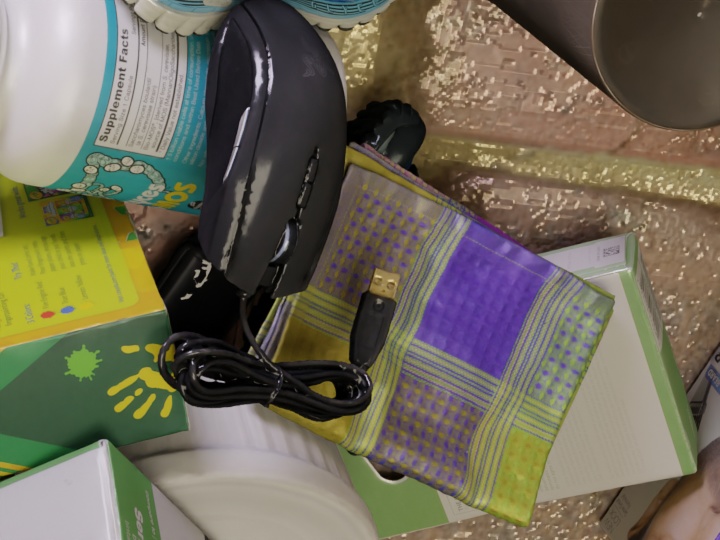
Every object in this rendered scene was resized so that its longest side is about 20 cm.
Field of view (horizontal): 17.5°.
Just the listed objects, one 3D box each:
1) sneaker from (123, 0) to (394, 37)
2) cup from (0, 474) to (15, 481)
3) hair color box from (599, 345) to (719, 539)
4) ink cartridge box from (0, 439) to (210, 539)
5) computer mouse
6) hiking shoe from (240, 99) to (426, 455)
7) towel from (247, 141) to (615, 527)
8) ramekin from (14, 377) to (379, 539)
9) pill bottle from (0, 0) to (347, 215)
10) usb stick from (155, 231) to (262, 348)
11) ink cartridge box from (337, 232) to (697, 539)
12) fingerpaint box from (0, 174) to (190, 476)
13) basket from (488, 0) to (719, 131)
[{"bbox_3d":[-0.028,-0.169,1.134,0.200,0.078,0.090,-19,157,-46],"label":"sneaker"},{"bbox_3d":[-0.271,0.187,1.225,0.200,0.143,0.201,-3,118,-5],"label":"cup"},{"bbox_3d":[0.232,0.106,1.364,0.065,0.109,0.200,24,106,-24],"label":"hair color box"},{"bbox_3d":[-0.136,0.183,1.141,0.146,0.085,0.200,-23,141,12],"label":"ink cartridge box"},{"bbox_3d":[-0.019,-0.024,1.112,0.140,0.046,0.201,20,75,-44],"label":"computer mouse"},{"bbox_3d":[0.000,0.000,1.267,0.086,0.074,0.200,19,115,-13],"label":"hiking shoe"},{"bbox_3d":[0.039,0.037,1.218,0.200,0.023,0.144,30,80,-28],"label":"towel"},{"bbox_3d":[-0.094,0.132,1.237,0.202,0.094,0.203,-8,140,-7],"label":"ramekin"},{"bbox_3d":[-0.115,-0.089,1.152,0.199,0.111,0.111,10,112,-30],"label":"pill bottle"},{"bbox_3d":[-0.127,0.067,1.290,0.055,0.033,0.200,28,105,-34],"label":"usb stick"},{"bbox_3d":[0.081,0.070,1.343,0.199,0.048,0.146,-13,119,15],"label":"ink cartridge box"},{"bbox_3d":[-0.186,0.025,1.157,0.166,0.200,0.074,-14,118,-10],"label":"fingerpaint box"},{"bbox_3d":[0.136,-0.156,1.163,0.180,0.200,0.136,24,106,-25],"label":"basket"}]
